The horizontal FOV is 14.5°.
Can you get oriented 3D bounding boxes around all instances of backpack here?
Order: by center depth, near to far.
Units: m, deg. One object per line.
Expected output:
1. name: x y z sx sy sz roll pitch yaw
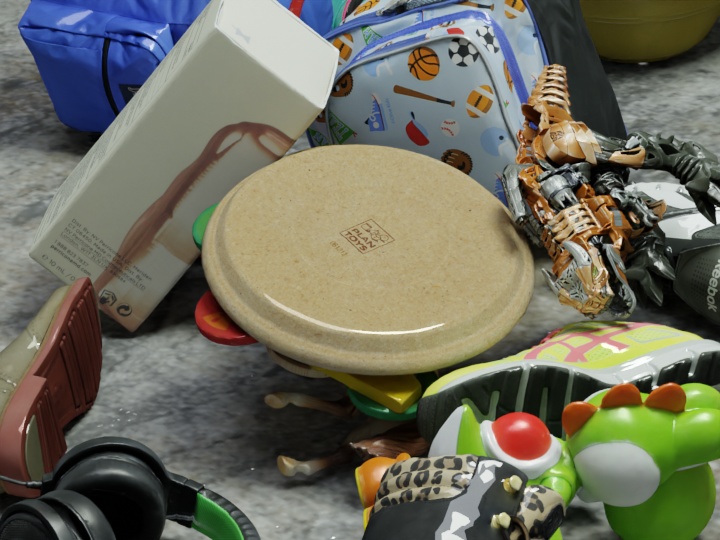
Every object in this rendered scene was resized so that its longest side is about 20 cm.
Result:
1. backpack: 0.057 -0.102 1.820 0.190 0.201 0.154 -9 16 37
2. backpack: -0.127 -0.174 2.017 0.199 0.163 0.169 8 58 23

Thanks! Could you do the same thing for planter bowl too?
1. planter bowl: 0.205 -0.209 2.106 0.199 0.084 0.201 -4 27 2

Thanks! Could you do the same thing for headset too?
1. headset: -0.151 0.147 1.498 0.199 0.094 0.124 21 29 14

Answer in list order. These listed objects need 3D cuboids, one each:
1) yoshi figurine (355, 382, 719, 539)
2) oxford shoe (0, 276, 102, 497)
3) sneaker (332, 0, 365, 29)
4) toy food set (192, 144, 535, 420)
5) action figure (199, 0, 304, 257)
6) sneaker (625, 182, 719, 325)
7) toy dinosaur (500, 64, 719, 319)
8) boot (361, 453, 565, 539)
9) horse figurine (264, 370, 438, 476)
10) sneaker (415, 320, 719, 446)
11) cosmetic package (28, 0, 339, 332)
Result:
1. yoshi figurine: 0.104 0.124 1.484 0.199 0.113 0.112 -17 -15 6
2. oxford shoe: -0.201 0.062 1.652 0.074 0.071 0.200 -4 25 14
3. sneaker: 0.053 -0.216 2.079 0.200 0.084 0.121 -46 33 11
4. toy food set: 0.000 -0.002 1.621 0.199 0.049 0.198 29 46 24
5. action figure: -0.075 -0.106 1.854 0.065 0.201 0.099 19 9 4
6. sneaker: 0.211 -0.007 1.723 0.199 0.067 0.091 5 26 14
7. toy dinosaur: 0.138 -0.051 1.649 0.135 0.102 0.201 15 60 -26
8. boot: 0.067 0.167 1.351 0.199 0.073 0.151 2 49 28
9. horse figurine: -0.007 0.051 1.633 0.132 0.050 0.200 -11 44 -22
10. sneaker: 0.115 0.069 1.587 0.199 0.079 0.090 -5 24 -26
11. cosmetic package: -0.109 -0.073 1.753 0.087 0.200 0.104 36 25 -11
